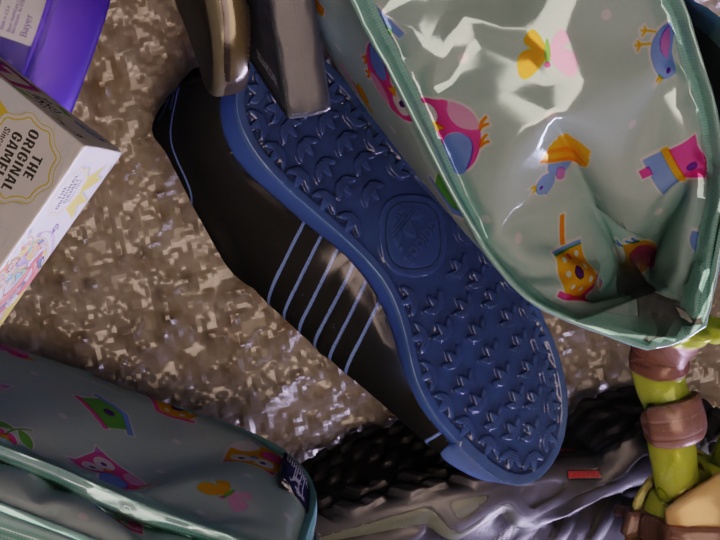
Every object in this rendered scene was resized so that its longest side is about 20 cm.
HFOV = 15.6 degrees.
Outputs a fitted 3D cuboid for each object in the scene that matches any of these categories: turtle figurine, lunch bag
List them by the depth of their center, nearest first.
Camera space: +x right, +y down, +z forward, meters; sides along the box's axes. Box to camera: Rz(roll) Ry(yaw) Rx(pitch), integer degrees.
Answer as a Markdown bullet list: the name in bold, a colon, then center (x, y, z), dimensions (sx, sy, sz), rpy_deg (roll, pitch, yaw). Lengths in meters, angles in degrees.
- **lunch bag**: center (0.058, -0.079, 0.932), dimensions (0.122, 0.170, 0.200), rpy_deg (-31, 110, 0)
- **lunch bag**: center (-0.109, 0.092, 0.950), dimensions (0.200, 0.160, 0.077), rpy_deg (19, 104, -3)
- **turtle figurine**: center (0.141, 0.092, 1.018), dimensions (0.200, 0.064, 0.162), rpy_deg (1, 104, -17)

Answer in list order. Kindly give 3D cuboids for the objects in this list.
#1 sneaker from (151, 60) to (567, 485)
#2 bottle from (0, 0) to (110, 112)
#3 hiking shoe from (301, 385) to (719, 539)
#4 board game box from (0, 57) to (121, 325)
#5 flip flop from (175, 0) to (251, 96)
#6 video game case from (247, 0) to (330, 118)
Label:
- **sneaker**: center (0.000, 0.000, 0.995), dimensions (0.070, 0.078, 0.200), rpy_deg (-45, 110, -28)
- **bottle**: center (-0.190, -0.106, 0.918), dimensions (0.200, 0.065, 0.084), rpy_deg (18, 94, -20)
- **hiking shoe**: center (0.060, 0.112, 1.061), dimensions (0.200, 0.076, 0.101), rpy_deg (-8, 109, -12)
- **board game box**: center (-0.189, 0.001, 0.862), dimensions (0.134, 0.034, 0.200), rpy_deg (38, 98, 14)
- **flip flop**: center (-0.097, -0.145, 0.901), dimensions (0.058, 0.081, 0.200), rpy_deg (-32, 97, -10)
- **video game case**: center (-0.045, -0.167, 0.888), dimensions (0.019, 0.143, 0.200), rpy_deg (-13, 113, -9)
